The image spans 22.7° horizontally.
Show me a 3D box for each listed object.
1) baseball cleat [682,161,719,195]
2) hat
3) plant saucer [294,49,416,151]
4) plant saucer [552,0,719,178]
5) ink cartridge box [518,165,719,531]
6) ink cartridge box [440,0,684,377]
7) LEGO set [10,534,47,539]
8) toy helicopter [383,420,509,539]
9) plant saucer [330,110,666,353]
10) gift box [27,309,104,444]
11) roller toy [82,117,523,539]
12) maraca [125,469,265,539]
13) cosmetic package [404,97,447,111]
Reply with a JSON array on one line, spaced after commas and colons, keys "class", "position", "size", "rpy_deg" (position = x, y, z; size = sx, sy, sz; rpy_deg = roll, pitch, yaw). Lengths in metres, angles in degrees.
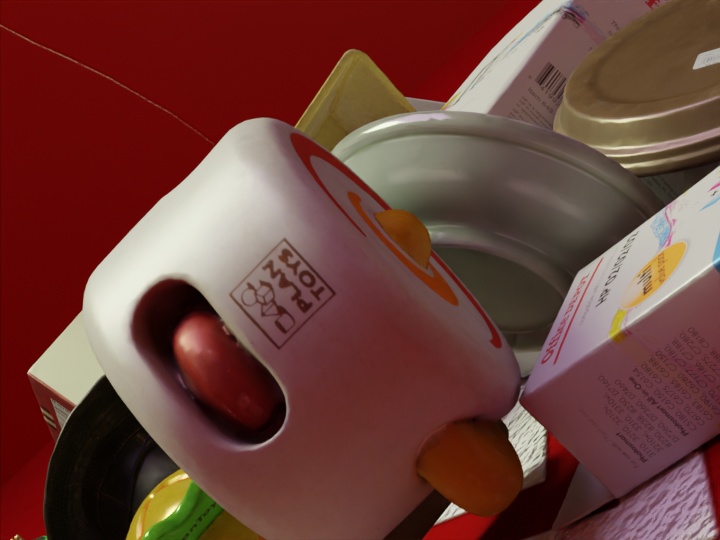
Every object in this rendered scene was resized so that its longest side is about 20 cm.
[{"class": "baseball cleat", "position": [0.239, -0.085, 0.948], "size": [0.106, 0.070, 0.200], "rpy_deg": [-18, 26, 39]}, {"class": "hat", "position": [-0.118, 0.140, 1.187], "size": [0.200, 0.081, 0.201], "rpy_deg": [-37, -43, -45]}, {"class": "plant saucer", "position": [0.000, 0.000, 1.118], "size": [0.048, 0.200, 0.200], "rpy_deg": [-12, 39, 51]}, {"class": "plant saucer", "position": [0.190, -0.111, 0.935], "size": [0.199, 0.030, 0.200], "rpy_deg": [-22, 22, 10]}, {"class": "ink cartridge box", "position": [0.145, 0.022, 0.804], "size": [0.200, 0.068, 0.115], "rpy_deg": [-41, 9, 36]}, {"class": "ink cartridge box", "position": [0.125, -0.066, 1.090], "size": [0.145, 0.147, 0.200], "rpy_deg": [-37, 11, 50]}, {"class": "LEGO set", "position": [-0.241, 0.280, 1.211], "size": [0.200, 0.154, 0.116], "rpy_deg": [-40, -9, 7]}, {"class": "toy helicopter", "position": [0.008, 0.142, 0.888], "size": [0.200, 0.079, 0.132], "rpy_deg": [-48, 13, -19]}, {"class": "plant saucer", "position": [0.069, -0.005, 0.940], "size": [0.200, 0.200, 0.050], "rpy_deg": [-35, 31, 55]}, {"class": "gift box", "position": [-0.148, 0.093, 1.480], "size": [0.187, 0.184, 0.200], "rpy_deg": [-51, -14, -22]}, {"class": "roller toy", "position": [-0.021, 0.028, 0.823], "size": [0.140, 0.182, 0.200], "rpy_deg": [-45, 32, 9]}, {"class": "maraca", "position": [-0.090, 0.165, 1.071], "size": [0.137, 0.107, 0.200], "rpy_deg": [-52, -18, -14]}, {"class": "cosmetic package", "position": [0.065, -0.072, 1.276], "size": [0.102, 0.199, 0.074], "rpy_deg": [153, 123, -66]}]
